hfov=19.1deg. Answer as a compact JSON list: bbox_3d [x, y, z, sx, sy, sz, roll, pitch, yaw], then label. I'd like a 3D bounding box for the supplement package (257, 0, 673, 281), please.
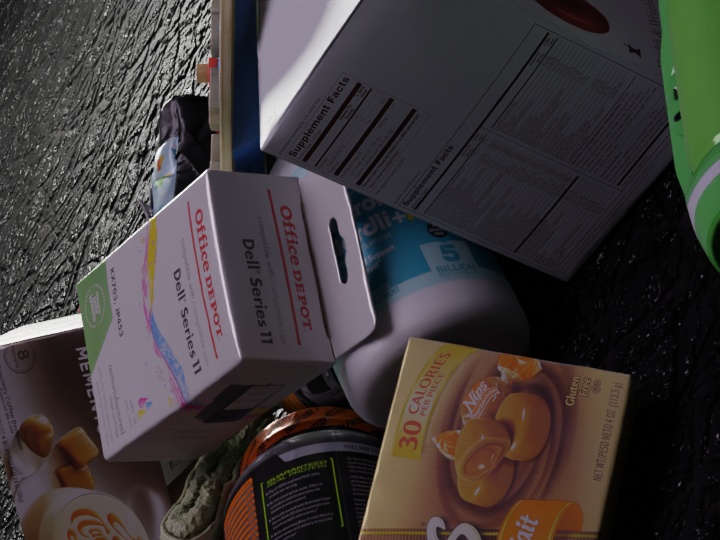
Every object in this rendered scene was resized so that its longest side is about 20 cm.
[{"bbox_3d":[0.063,-0.136,1.186,0.147,0.199,0.192,-52,26,33],"label":"supplement package"}]

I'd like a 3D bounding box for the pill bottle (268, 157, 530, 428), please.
[{"bbox_3d":[0.012,-0.016,1.229,0.111,0.110,0.200,-52,48,33],"label":"pill bottle"}]

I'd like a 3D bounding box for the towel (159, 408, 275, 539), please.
[{"bbox_3d":[-0.083,0.172,1.303,0.200,0.036,0.149,-68,-21,-66],"label":"towel"}]

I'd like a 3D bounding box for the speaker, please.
[{"bbox_3d":[0.188,-0.086,1.000,0.088,0.088,0.201,-49,28,39],"label":"speaker"}]

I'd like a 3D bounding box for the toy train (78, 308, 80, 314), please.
[{"bbox_3d":[-0.189,0.110,1.721,0.115,0.084,0.201,-1,68,53],"label":"toy train"}]

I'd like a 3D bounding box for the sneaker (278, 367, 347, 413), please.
[{"bbox_3d":[0.000,0.000,1.390,0.077,0.078,0.201,-15,58,48],"label":"sneaker"}]

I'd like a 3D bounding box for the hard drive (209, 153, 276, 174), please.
[{"bbox_3d":[-0.017,-0.014,1.335,0.199,0.038,0.140,3,69,31],"label":"hard drive"}]

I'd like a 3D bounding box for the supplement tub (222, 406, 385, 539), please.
[{"bbox_3d":[-0.012,0.172,1.166,0.123,0.122,0.200,-56,24,26],"label":"supplement tub"}]

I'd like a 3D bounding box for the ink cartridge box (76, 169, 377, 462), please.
[{"bbox_3d":[-0.080,0.020,1.202,0.200,0.067,0.118,-37,58,46],"label":"ink cartridge box"}]

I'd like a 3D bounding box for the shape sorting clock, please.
[{"bbox_3d":[-0.079,-0.120,1.284,0.200,0.039,0.201,177,90,-88],"label":"shape sorting clock"}]

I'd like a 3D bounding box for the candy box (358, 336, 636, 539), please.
[{"bbox_3d":[0.058,0.141,1.032,0.055,0.115,0.201,66,-144,-66],"label":"candy box"}]

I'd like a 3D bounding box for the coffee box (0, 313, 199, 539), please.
[{"bbox_3d":[-0.162,0.129,1.388,0.080,0.114,0.201,-32,-71,-70],"label":"coffee box"}]

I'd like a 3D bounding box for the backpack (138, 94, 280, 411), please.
[{"bbox_3d":[-0.076,0.000,1.469,0.154,0.162,0.201,121,152,-42],"label":"backpack"}]
